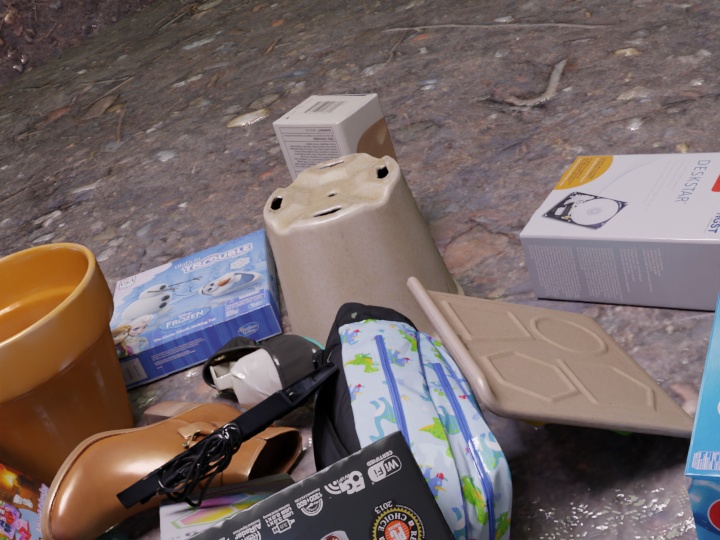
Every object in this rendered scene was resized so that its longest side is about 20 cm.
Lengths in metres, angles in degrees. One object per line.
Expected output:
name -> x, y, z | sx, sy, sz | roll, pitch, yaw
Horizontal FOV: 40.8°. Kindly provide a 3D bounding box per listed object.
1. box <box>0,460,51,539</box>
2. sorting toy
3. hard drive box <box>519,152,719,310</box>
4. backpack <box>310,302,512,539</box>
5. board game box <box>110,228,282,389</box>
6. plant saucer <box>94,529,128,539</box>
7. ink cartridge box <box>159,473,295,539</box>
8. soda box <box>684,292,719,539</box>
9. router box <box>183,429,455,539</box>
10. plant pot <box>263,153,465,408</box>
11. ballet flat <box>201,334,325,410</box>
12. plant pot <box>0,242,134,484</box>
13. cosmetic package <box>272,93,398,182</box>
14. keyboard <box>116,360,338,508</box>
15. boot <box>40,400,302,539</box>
box -> -0.316, 0.222, 0.780 | 0.039, 0.136, 0.200 | -50, 26, 12
sorting toy -> 0.142, 0.074, 0.744 | 0.197, 0.037, 0.185 | 14, 20, -21
hard drive box -> 0.276, -0.041, 0.915 | 0.198, 0.078, 0.156 | 3, 36, 37
backpack -> 0.028, 0.135, 0.676 | 0.151, 0.166, 0.200 | 6, 17, 3
board game box -> -0.193, 0.040, 1.117 | 0.197, 0.044, 0.200 | -20, 27, 2
plant saucer -> -0.210, 0.275, 0.743 | 0.069, 0.019, 0.200 | -23, 29, -4
ink cartridge box -> -0.081, 0.191, 0.655 | 0.102, 0.060, 0.200 | -10, 0, -12
soda box -> 0.276, 0.098, 0.676 | 0.063, 0.069, 0.201 | -3, 33, 30
router box -> -0.031, 0.201, 0.522 | 0.198, 0.062, 0.151 | -26, 73, -9
plant pot -> 0.000, 0.000, 0.909 | 0.198, 0.185, 0.201 | -15, 28, 8
ballet flat -> -0.094, 0.099, 0.896 | 0.068, 0.069, 0.199 | -22, 6, -28
plant pot -> -0.312, 0.105, 0.932 | 0.197, 0.185, 0.201 | -15, 28, 8
cosmetic package -> -0.009, -0.084, 1.045 | 0.104, 0.202, 0.071 | 9, 38, 41
keyboard -> -0.099, 0.134, 0.688 | 0.199, 0.040, 0.104 | -36, -6, 34
boot -> -0.155, 0.173, 0.813 | 0.153, 0.075, 0.200 | 5, 30, 30
